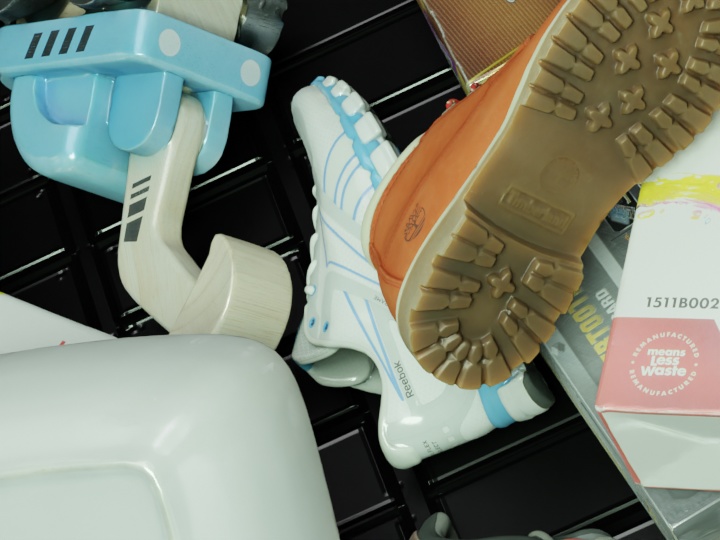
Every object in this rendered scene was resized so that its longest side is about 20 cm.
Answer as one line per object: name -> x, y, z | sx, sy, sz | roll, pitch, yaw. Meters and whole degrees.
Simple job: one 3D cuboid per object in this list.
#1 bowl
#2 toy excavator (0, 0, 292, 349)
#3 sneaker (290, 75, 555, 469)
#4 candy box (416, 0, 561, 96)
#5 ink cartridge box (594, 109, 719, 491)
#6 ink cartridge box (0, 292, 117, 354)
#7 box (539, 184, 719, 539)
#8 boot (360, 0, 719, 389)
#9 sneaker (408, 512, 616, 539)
bowl -> -0.109, 0.132, 1.016 | 0.200, 0.075, 0.200 | -8, 98, 18
toy excavator -> -0.093, -0.053, 1.191 | 0.194, 0.100, 0.200 | 0, 77, 46
sneaker -> 0.000, 0.000, 1.137 | 0.087, 0.075, 0.200 | -33, 51, 5
candy box -> 0.123, -0.149, 1.200 | 0.200, 0.056, 0.117 | -28, 52, 3
ink cartridge box -> 0.168, -0.018, 1.021 | 0.116, 0.068, 0.200 | 1, 59, 23
ink cartridge box -> -0.166, 0.073, 1.151 | 0.200, 0.068, 0.115 | 20, 66, 32
box -> 0.148, 0.005, 1.087 | 0.158, 0.048, 0.200 | -33, 52, -1
boot -> 0.069, -0.061, 1.031 | 0.200, 0.075, 0.107 | -53, 25, 9
sneaker -> 0.090, 0.132, 1.009 | 0.200, 0.077, 0.082 | 14, 57, 28
